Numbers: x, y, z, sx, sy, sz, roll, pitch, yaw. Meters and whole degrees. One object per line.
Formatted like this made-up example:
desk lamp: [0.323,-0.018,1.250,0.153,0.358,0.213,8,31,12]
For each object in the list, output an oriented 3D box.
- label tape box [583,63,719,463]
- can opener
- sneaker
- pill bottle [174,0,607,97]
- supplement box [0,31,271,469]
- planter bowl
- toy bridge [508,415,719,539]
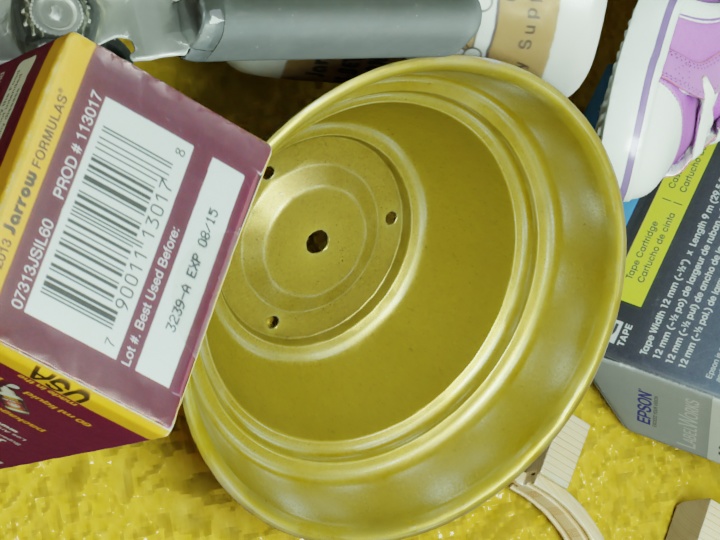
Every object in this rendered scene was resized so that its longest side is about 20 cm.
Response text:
label tape box: [0.173,0.009,1.269,0.200,0.066,0.143,19,63,16]
can opener: [-0.058,-0.092,1.047,0.200,0.067,0.053,-3,66,-26]
sneaker: [0.173,-0.088,1.248,0.114,0.073,0.201,22,47,12]
pill bottle: [-0.009,-0.130,1.144,0.200,0.114,0.114,5,77,-8]
supplement box: [-0.130,0.002,1.016,0.086,0.200,0.110,30,67,-26]
planter bowl: [0.000,0.000,1.148,0.200,0.083,0.201,-13,117,-27]
toy bridge: [0.140,0.131,1.262,0.200,0.027,0.067,31,67,-23]
